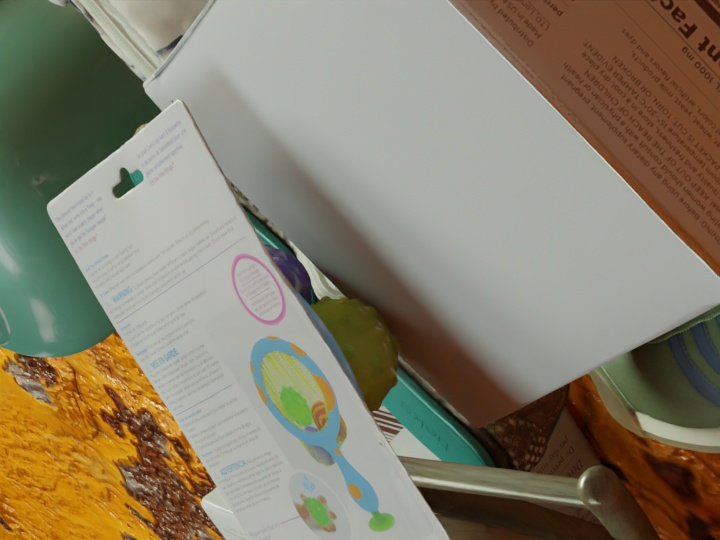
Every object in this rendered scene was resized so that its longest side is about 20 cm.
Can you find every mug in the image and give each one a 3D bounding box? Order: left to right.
[{"bbox_3d":[-0.161,-0.047,1.158,0.185,0.114,0.152,39,158,12],"label":"mug"}]

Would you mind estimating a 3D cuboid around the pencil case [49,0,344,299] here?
[{"bbox_3d":[-0.043,-0.077,0.931,0.200,0.089,0.078,49,158,-13],"label":"pencil case"}]

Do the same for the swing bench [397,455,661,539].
[{"bbox_3d":[0.056,0.179,0.956,0.129,0.200,0.200,5,166,32],"label":"swing bench"}]

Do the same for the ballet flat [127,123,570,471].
[{"bbox_3d":[0.000,0.000,1.025,0.200,0.065,0.071,42,159,7],"label":"ballet flat"}]

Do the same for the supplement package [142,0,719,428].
[{"bbox_3d":[0.047,-0.061,0.769,0.156,0.111,0.200,45,159,-3],"label":"supplement package"}]

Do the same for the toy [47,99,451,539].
[{"bbox_3d":[-0.014,0.043,0.837,0.201,0.047,0.115,61,148,1],"label":"toy"}]

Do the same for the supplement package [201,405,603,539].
[{"bbox_3d":[0.049,0.138,1.121,0.117,0.117,0.200,12,141,53],"label":"supplement package"}]

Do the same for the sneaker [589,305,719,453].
[{"bbox_3d":[0.135,0.009,0.814,0.200,0.067,0.090,12,135,53],"label":"sneaker"}]
